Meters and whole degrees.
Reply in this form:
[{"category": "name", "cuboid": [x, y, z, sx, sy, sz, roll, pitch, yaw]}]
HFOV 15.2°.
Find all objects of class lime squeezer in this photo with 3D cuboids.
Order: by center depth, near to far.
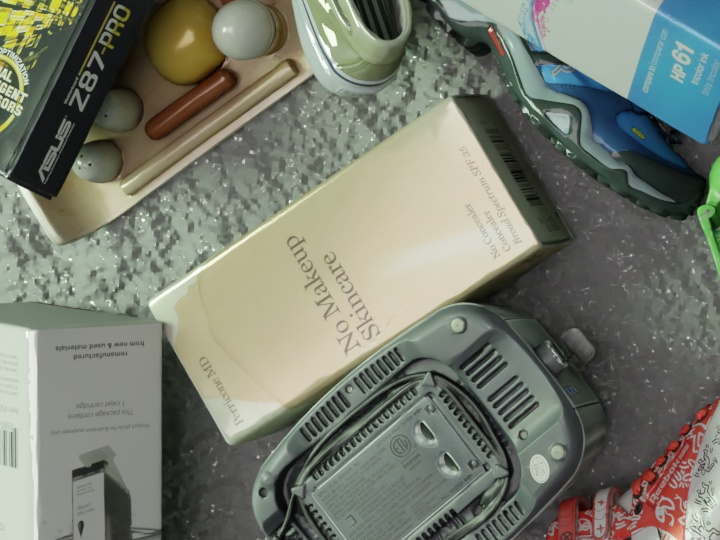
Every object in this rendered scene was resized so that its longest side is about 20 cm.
[{"category": "lime squeezer", "cuboid": [0.199, -0.017, 1.334, 0.070, 0.038, 0.201, 19, 76, 5]}]

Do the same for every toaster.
[{"category": "toaster", "cuboid": [0.035, 0.100, 1.365, 0.200, 0.129, 0.114, -42, 80, 15]}]

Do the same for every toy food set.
[{"category": "toy food set", "cuboid": [-0.121, -0.127, 1.436, 0.199, 0.060, 0.144, -34, 83, 17]}]

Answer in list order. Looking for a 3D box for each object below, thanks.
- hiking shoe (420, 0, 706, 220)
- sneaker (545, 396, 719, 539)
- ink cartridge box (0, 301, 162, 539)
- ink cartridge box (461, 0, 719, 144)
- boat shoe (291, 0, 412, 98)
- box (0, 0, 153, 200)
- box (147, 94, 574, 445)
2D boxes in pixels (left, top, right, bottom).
[{"category": "hiking shoe", "cuboid": [0.111, -0.113, 1.356, 0.087, 0.074, 0.200, -44, 85, 8]}, {"category": "sneaker", "cuboid": [0.155, 0.113, 1.360, 0.107, 0.067, 0.203, 15, 93, 24]}, {"category": "ink cartridge box", "cuboid": [-0.173, 0.122, 1.426, 0.146, 0.082, 0.202, 7, 98, 54]}, {"category": "ink cartridge box", "cuboid": [0.125, -0.179, 1.305, 0.199, 0.085, 0.145, 31, 66, 12]}, {"category": "boat shoe", "cuboid": [-0.016, -0.188, 1.377, 0.062, 0.072, 0.201, -42, 66, 58]}, {"category": "box", "cuboid": [-0.202, -0.148, 1.422, 0.199, 0.049, 0.162, 28, 89, 35]}, {"category": "box", "cuboid": [0.000, 0.000, 1.396, 0.199, 0.078, 0.095, -35, 83, 17]}]
